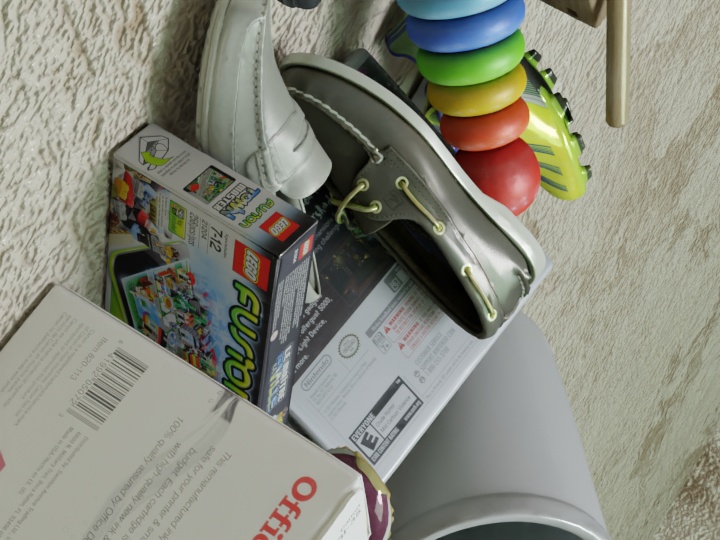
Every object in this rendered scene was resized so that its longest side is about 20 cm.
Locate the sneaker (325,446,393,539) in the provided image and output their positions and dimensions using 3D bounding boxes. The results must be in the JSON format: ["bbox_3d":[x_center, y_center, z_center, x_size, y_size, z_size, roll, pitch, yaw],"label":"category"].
[{"bbox_3d":[-0.063,0.173,1.209,0.200,0.075,0.090,-42,171,37],"label":"sneaker"}]

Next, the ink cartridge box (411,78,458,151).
[{"bbox_3d":[0.036,-0.052,1.437,0.201,0.044,0.094,-60,163,-2],"label":"ink cartridge box"}]

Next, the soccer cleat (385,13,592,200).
[{"bbox_3d":[0.083,-0.108,1.367,0.083,0.065,0.200,-30,134,11],"label":"soccer cleat"}]

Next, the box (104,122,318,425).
[{"bbox_3d":[-0.085,0.026,1.145,0.035,0.110,0.201,-43,154,-39],"label":"box"}]

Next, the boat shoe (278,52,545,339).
[{"bbox_3d":[0.021,-0.042,1.216,0.072,0.202,0.060,-12,-140,59],"label":"boat shoe"}]

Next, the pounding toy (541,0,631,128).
[{"bbox_3d":[0.144,-0.231,1.300,0.201,0.142,0.184,-57,160,-10],"label":"pounding toy"}]

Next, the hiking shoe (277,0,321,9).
[{"bbox_3d":[0.032,-0.204,1.117,0.200,0.100,0.076,-51,156,-26],"label":"hiking shoe"}]

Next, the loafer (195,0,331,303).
[{"bbox_3d":[-0.049,-0.064,1.126,0.070,0.069,0.201,-79,172,-49],"label":"loafer"}]

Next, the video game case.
[{"bbox_3d":[0.000,0.000,1.252,0.200,0.182,0.023,-49,-165,-27],"label":"video game case"}]

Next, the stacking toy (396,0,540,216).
[{"bbox_3d":[0.067,-0.123,1.233,0.085,0.085,0.201,-41,126,-43],"label":"stacking toy"}]

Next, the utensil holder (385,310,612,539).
[{"bbox_3d":[0.069,0.140,1.378,0.201,0.168,0.171,-100,-162,-48],"label":"utensil holder"}]

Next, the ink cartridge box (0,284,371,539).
[{"bbox_3d":[-0.114,0.125,1.074,0.147,0.199,0.083,-52,160,-20],"label":"ink cartridge box"}]
